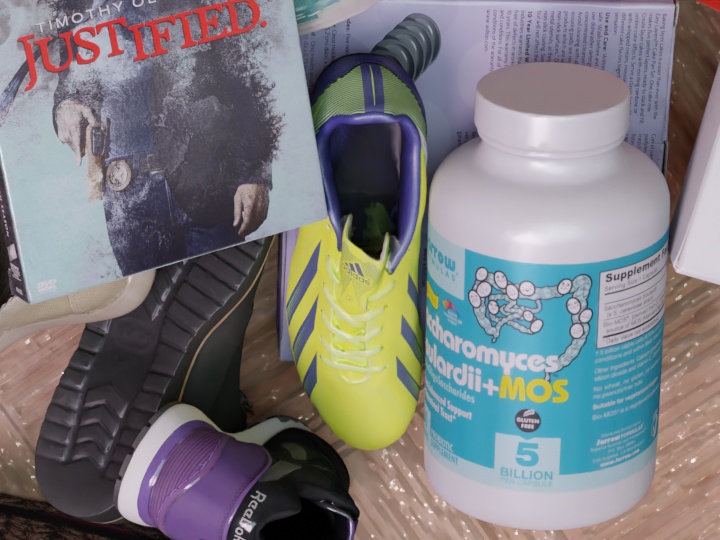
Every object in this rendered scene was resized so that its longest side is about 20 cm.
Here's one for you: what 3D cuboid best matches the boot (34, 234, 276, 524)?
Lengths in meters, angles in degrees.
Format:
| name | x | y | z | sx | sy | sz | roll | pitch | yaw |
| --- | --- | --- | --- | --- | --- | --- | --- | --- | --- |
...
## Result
| name | x | y | z | sx | sy | sz | roll | pitch | yaw |
| --- | --- | --- | --- | --- | --- | --- | --- | --- | --- |
| boot | -0.075 | 0.031 | 1.394 | 0.077 | 0.138 | 0.200 | 29 | 89 | 24 |

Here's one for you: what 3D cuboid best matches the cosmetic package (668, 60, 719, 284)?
| name | x | y | z | sx | sy | sz | roll | pitch | yaw |
| --- | --- | --- | --- | --- | --- | --- | --- | --- | --- |
| cosmetic package | 0.216 | -0.085 | 1.317 | 0.107 | 0.085 | 0.200 | 17 | 101 | -1 |

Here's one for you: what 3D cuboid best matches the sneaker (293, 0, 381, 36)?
| name | x | y | z | sx | sy | sz | roll | pitch | yaw |
| --- | --- | --- | --- | --- | --- | --- | --- | --- | --- |
| sneaker | 0.012 | -0.184 | 1.309 | 0.200 | 0.071 | 0.080 | -37 | 124 | -12 |

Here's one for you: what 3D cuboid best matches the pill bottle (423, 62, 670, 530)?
| name | x | y | z | sx | sy | sz | roll | pitch | yaw |
| --- | --- | --- | --- | --- | --- | --- | --- | --- | --- |
| pill bottle | 0.085 | 0.010 | 1.338 | 0.111 | 0.111 | 0.200 | -2 | 114 | -5 |

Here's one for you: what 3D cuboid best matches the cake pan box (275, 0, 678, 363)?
| name | x | y | z | sx | sy | sz | roll | pitch | yaw |
| --- | --- | --- | --- | --- | --- | --- | --- | --- | --- |
| cake pan box | 0.053 | -0.045 | 1.398 | 0.184 | 0.052 | 0.200 | 0 | 113 | -3 |

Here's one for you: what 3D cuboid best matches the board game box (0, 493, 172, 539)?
| name | x | y | z | sx | sy | sz | roll | pitch | yaw |
| --- | --- | --- | --- | --- | --- | --- | --- | --- | --- |
| board game box | -0.143 | 0.186 | 1.370 | 0.159 | 0.200 | 0.097 | 13 | 101 | -8 |

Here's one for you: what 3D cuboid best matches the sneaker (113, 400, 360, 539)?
| name | x | y | z | sx | sy | sz | roll | pitch | yaw |
| --- | --- | --- | --- | --- | --- | --- | --- | --- | --- |
| sneaker | -0.037 | 0.117 | 1.364 | 0.088 | 0.200 | 0.076 | 27 | 95 | 22 |

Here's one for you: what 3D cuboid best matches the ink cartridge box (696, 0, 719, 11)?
| name | x | y | z | sx | sy | sz | roll | pitch | yaw |
| --- | --- | --- | --- | --- | --- | --- | --- | --- | --- |
| ink cartridge box | 0.123 | -0.217 | 1.324 | 0.050 | 0.162 | 0.200 | -8 | 104 | -8 |

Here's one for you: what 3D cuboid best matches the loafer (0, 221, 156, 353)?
| name | x | y | z | sx | sy | sz | roll | pitch | yaw |
| --- | --- | --- | --- | --- | --- | --- | --- | --- | --- |
| loafer | -0.181 | 0.000 | 1.347 | 0.068 | 0.200 | 0.076 | 17 | 63 | -46 |

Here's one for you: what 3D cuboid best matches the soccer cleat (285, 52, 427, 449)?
| name | x | y | z | sx | sy | sz | roll | pitch | yaw |
| --- | --- | --- | --- | --- | --- | --- | --- | --- | --- |
| soccer cleat | -0.001 | 0.000 | 1.340 | 0.065 | 0.084 | 0.200 | -1 | 115 | -4 |

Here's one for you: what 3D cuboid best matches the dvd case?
| name | x | y | z | sx | sy | sz | roll | pitch | yaw |
| --- | --- | --- | --- | --- | --- | --- | --- | --- | --- |
| dvd case | -0.096 | -0.097 | 1.248 | 0.146 | 0.022 | 0.200 | -16 | 111 | -19 |
